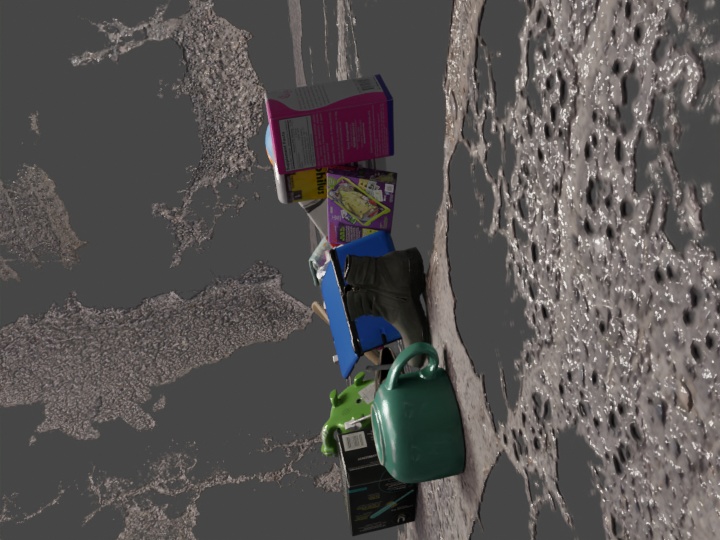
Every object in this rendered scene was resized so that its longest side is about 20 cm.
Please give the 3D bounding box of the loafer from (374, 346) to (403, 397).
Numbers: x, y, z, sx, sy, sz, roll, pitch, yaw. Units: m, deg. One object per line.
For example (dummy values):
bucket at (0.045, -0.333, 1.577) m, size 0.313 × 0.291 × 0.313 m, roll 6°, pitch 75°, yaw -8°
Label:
loafer at (0.058, 0.218, 1.369) m, size 0.201 × 0.070 × 0.065 m, roll -111°, pitch 20°, yaw -68°

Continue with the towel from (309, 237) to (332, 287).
towel at (-0.060, -0.055, 1.664) m, size 0.174 × 0.047 × 0.201 m, roll -61°, pitch -8°, yaw -17°

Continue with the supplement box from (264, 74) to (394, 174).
supplement box at (-0.050, -0.238, 1.138) m, size 0.102 × 0.194 × 0.105 m, roll -108°, pitch 12°, yaw -52°

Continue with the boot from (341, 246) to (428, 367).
boot at (0.035, 0.062, 1.094) m, size 0.068 × 0.127 × 0.205 m, roll -118°, pitch 20°, yaw -69°

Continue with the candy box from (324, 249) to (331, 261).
candy box at (-0.020, 0.038, 1.584) m, size 0.200 × 0.059 × 0.140 m, roll 46°, pitch -148°, yaw -71°

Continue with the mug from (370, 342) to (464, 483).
mug at (0.074, 0.214, 1.032) m, size 0.152 × 0.111 × 0.190 m, roll 103°, pitch 157°, yaw -72°

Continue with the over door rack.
over door rack at (0.018, 0.195, 1.297) m, size 0.199 × 0.066 × 0.151 m, roll -35°, pitch 56°, yaw 39°

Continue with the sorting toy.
sorting toy at (-0.018, 0.144, 1.581) m, size 0.185 × 0.037 × 0.200 m, roll 43°, pitch 174°, yaw -19°

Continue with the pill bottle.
pill bottle at (-0.056, -0.186, 1.245) m, size 0.109 × 0.194 × 0.113 m, roll 171°, pitch 90°, yaw -83°

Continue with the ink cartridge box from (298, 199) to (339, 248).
ink cartridge box at (-0.072, -0.151, 1.469) m, size 0.201 × 0.083 × 0.145 m, roll 52°, pitch -170°, yaw -11°

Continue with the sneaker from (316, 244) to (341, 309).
sneaker at (0.000, 0.000, 1.345) m, size 0.197 × 0.079 × 0.151 m, roll -6°, pitch 77°, yaw 47°

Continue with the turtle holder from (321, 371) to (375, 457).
turtle holder at (0.003, 0.336, 1.554) m, size 0.186 × 0.138 × 0.134 m, roll -52°, pitch -47°, yaw -38°

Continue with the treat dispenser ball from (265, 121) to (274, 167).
treat dispenser ball at (-0.151, -0.337, 1.843) m, size 0.201 × 0.195 × 0.207 m, roll 171°, pitch 90°, yaw -83°

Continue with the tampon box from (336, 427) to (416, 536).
tampon box at (0.035, 0.446, 1.498) m, size 0.128 × 0.146 × 0.203 m, roll -108°, pitch 11°, yaw -46°

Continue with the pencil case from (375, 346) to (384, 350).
pencil case at (0.018, 0.052, 1.427) m, size 0.089 × 0.086 × 0.205 m, roll 96°, pitch 165°, yaw -65°

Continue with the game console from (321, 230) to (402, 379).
game console at (0.009, 0.062, 1.250) m, size 0.119 × 0.167 × 0.204 m, roll 55°, pitch -164°, yaw -63°

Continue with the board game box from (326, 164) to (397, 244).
board game box at (0.000, -0.106, 1.225) m, size 0.202 × 0.116 × 0.033 m, roll 94°, pitch -178°, yaw -58°
